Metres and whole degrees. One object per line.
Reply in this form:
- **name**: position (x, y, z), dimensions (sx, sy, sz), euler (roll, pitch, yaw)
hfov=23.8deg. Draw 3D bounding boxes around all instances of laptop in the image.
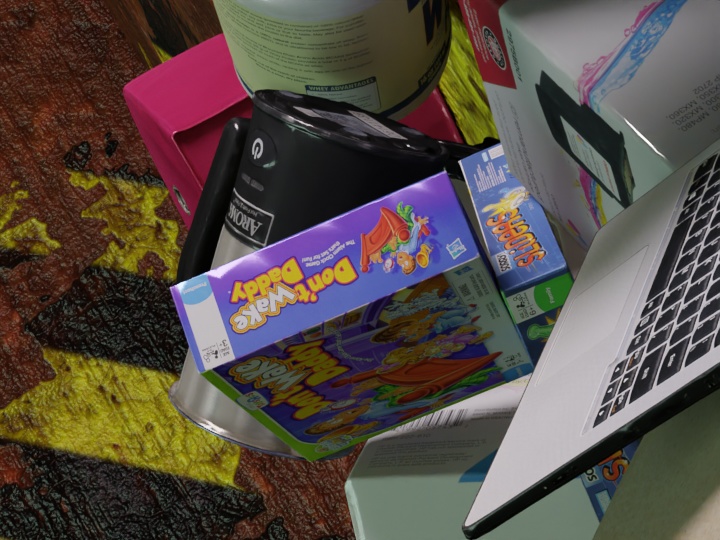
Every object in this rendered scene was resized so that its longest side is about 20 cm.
- **laptop**: position (0.087, -0.053, 0.524), dimensions (0.116, 0.200, 0.187), euler (44, -143, -8)

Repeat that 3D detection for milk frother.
- **milk frother**: position (0.000, 0.000, 1.026), dimensions (0.181, 0.199, 0.189), euler (-128, 53, -66)

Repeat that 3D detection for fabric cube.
- **fabric cube**: position (-0.044, -0.089, 1.340), dimensions (0.197, 0.200, 0.199), euler (64, 171, -23)

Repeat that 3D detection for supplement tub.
- **supplement tub**: position (-0.022, -0.186, 1.032), dimensions (0.145, 0.145, 0.200), euler (56, 171, 25)

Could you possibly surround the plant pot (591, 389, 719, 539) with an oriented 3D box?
- **plant pot**: position (0.180, 0.084, 0.492), dimensions (0.200, 0.199, 0.178), euler (161, 122, -82)

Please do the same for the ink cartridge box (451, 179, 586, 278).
- **ink cartridge box**: position (0.108, 0.019, 1.203), dimensions (0.144, 0.084, 0.200), euler (57, 171, 18)

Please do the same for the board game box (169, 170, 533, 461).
- **board game box**: position (0.005, 0.030, 0.835), dimensions (0.200, 0.134, 0.045), euler (53, -165, -68)

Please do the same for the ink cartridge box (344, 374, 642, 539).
- **ink cartridge box**: position (0.091, 0.103, 0.999), dimensions (0.200, 0.144, 0.085), euler (-58, -41, -60)

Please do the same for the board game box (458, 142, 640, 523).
- **board game box**: position (0.100, 0.024, 0.887), dimensions (0.200, 0.034, 0.136), euler (-96, -18, -69)

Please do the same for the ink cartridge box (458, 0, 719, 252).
- **ink cartridge box**: position (0.134, -0.057, 0.752), dimensions (0.200, 0.083, 0.146), euler (52, 169, 44)
